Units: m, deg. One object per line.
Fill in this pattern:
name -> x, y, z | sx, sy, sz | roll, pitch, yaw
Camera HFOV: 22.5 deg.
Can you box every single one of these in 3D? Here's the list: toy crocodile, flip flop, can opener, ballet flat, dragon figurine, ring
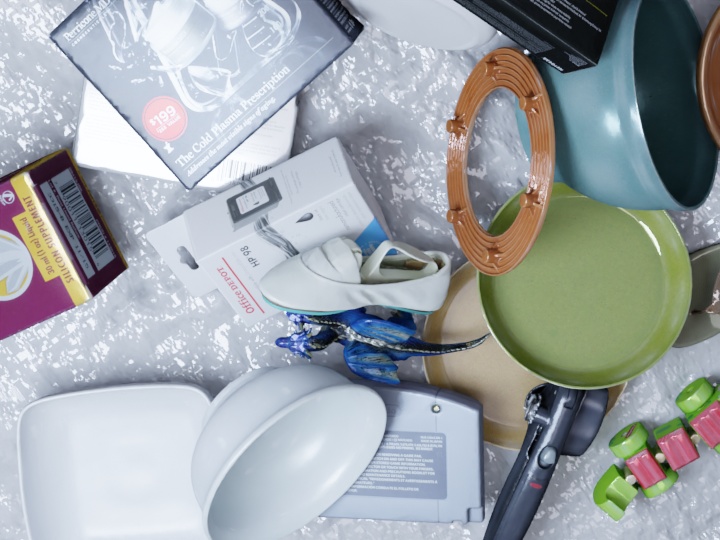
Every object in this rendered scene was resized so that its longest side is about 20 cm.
toy crocodile -> 0.302, 0.160, 1.698 | 0.200, 0.062, 0.068 | -36, 98, 8
flip flop -> 0.361, 0.009, 1.668 | 0.199, 0.058, 0.081 | -22, 99, 6
can opener -> 0.163, 0.188, 1.682 | 0.078, 0.063, 0.201 | 24, 101, -4
ballet flat -> 0.000, 0.000, 1.611 | 0.199, 0.069, 0.070 | 3, 104, -37
dragon figurine -> 0.016, 0.065, 1.647 | 0.199, 0.099, 0.059 | 16, 106, -1
ring -> 0.116, -0.096, 1.591 | 0.019, 0.200, 0.202 | 1, 102, -23

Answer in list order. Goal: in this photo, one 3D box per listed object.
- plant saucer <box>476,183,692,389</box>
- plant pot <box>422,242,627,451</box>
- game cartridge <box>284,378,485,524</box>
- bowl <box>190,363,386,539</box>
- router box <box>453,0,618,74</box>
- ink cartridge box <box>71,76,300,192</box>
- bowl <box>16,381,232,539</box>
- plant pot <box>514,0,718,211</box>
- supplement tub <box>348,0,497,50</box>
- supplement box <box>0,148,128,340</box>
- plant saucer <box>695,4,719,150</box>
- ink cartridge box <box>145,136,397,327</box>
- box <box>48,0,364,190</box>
plant saucer -> 0.203, 0.010, 1.654 | 0.199, 0.031, 0.201 | 1, 81, -5
plant pot -> 0.157, 0.070, 1.704 | 0.199, 0.027, 0.201 | 0, 101, 1
game cartridge -> 0.019, 0.170, 1.709 | 0.199, 0.042, 0.134 | 2, 99, 13
bowl -> -0.081, 0.152, 1.631 | 0.201, 0.201, 0.090 | -49, 60, 10
router box -> 0.130, -0.273, 1.467 | 0.200, 0.051, 0.150 | 30, 71, -29
ink cartridge box -> -0.153, -0.167, 1.660 | 0.199, 0.045, 0.177 | 10, 103, 0
bowl -> -0.218, 0.200, 1.720 | 0.199, 0.075, 0.201 | -5, 100, 3
plant pot -> 0.219, -0.144, 1.591 | 0.134, 0.200, 0.201 | -8, 102, 31
supplement tub -> 0.077, -0.304, 1.549 | 0.140, 0.140, 0.201 | 18, 77, -1
supplement box -> -0.336, -0.008, 1.651 | 0.199, 0.103, 0.131 | -24, 100, 20
plant saucer -> 0.387, -0.175, 1.618 | 0.199, 0.037, 0.201 | -2, 97, -17
ink cartridge box -> -0.081, -0.024, 1.647 | 0.199, 0.067, 0.116 | -26, 139, 7
box -> -0.131, -0.207, 1.568 | 0.200, 0.104, 0.182 | -41, 98, 14
